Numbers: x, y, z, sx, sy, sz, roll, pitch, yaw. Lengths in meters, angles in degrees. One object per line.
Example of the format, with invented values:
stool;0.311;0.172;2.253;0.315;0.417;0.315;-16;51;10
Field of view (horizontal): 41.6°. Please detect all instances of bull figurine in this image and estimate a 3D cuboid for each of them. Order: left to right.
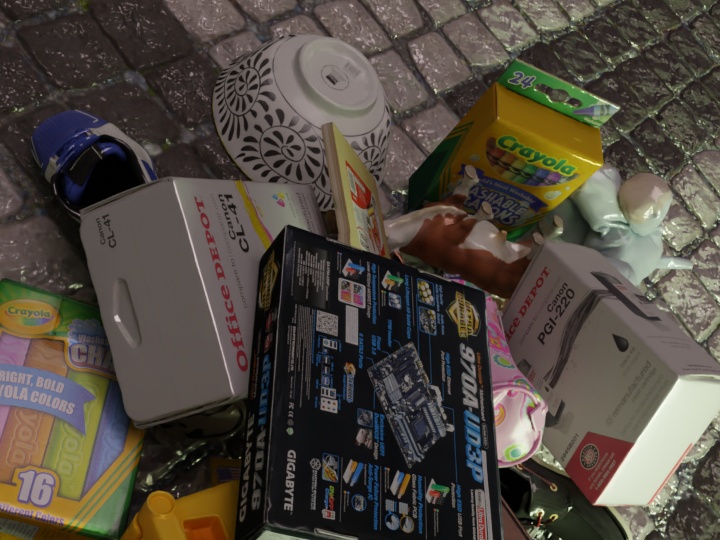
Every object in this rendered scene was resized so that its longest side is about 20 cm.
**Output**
bull figurine;0.105;-0.032;0.939;0.198;0.121;0.066;22;49;-28

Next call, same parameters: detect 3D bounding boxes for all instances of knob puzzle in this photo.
knob puzzle;0.000;0.000;0.796;0.030;0.220;0.222;-12;60;9

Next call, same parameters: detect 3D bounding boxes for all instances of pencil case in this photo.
pencil case;-0.133;0.038;0.774;0.078;0.089;0.202;33;43;-48
pencil case;0.100;0.081;0.828;0.087;0.088;0.201;24;21;-17

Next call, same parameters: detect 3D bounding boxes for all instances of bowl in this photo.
bowl;-0.040;-0.168;0.948;0.199;0.094;0.203;15;56;-23

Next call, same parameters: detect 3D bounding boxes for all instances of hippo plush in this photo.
hippo plush;0.249;-0.001;1.017;0.200;0.158;0.162;53;54;-51

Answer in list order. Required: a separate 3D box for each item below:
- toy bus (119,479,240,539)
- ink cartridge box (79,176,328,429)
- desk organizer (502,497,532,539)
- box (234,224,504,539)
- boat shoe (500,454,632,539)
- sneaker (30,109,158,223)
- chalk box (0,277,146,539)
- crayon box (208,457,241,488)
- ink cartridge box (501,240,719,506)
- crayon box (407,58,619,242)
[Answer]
toy bus;-0.079;0.222;0.540;0.191;0.136;0.201;4;42;-45
ink cartridge box;-0.089;0.016;0.673;0.200;0.085;0.149;-8;80;-68
desk organizer;0.097;0.246;0.788;0.077;0.072;0.201;-29;79;-38
box;0.009;0.083;0.591;0.157;0.046;0.202;17;52;-23
boat shoe;0.152;0.201;0.849;0.201;0.074;0.063;38;48;2
sneaker;-0.199;-0.076;0.739;0.080;0.115;0.199;-39;61;-9
chalk box;-0.216;0.094;0.656;0.123;0.124;0.202;19;52;-20
crayon box;-0.059;0.247;0.704;0.124;0.052;0.202;9;58;-27
ink cartridge box;0.211;0.089;0.855;0.084;0.147;0.200;9;29;-33
crayon box;0.148;-0.107;0.943;0.124;0.200;0.052;19;53;-20
